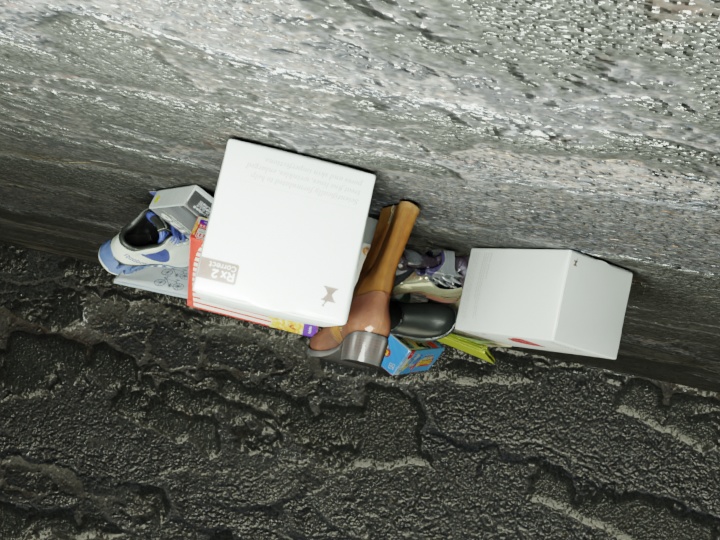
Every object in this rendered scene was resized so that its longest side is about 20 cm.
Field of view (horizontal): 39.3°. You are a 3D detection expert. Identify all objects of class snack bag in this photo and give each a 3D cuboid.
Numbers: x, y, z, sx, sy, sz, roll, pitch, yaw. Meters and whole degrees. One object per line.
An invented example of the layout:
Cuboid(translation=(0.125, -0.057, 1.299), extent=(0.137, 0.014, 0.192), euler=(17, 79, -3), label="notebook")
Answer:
Cuboid(translation=(-0.295, -0.027, 1.717), extent=(0.187, 0.200, 0.021), euler=(11, 132, 11), label="snack bag")

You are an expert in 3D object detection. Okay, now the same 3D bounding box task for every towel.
Cuboid(translation=(0.133, 0.107, 1.717), extent=(0.199, 0.018, 0.086), euler=(22, 172, 23), label="towel")

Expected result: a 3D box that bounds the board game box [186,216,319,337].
Cuboid(translation=(-0.145, 0.012, 1.442), extent=(0.199, 0.046, 0.152), euler=(14, 138, 1), label="board game box")

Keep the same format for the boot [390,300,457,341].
Cuboid(translation=(0.055, 0.069, 1.596), extent=(0.164, 0.066, 0.200), euler=(-3, 169, 18), label="boot")

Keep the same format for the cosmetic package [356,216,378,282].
Cuboid(translation=(0.000, 0.010, 1.381), extent=(0.082, 0.051, 0.201), euler=(17, 141, 8), label="cosmetic package")

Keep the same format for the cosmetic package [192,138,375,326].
Cuboid(translation=(-0.088, -0.033, 1.126), extent=(0.164, 0.166, 0.200), euler=(13, 174, -7), label="cosmetic package")

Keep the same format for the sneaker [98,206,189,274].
Cuboid(translation=(-0.309, -0.052, 1.613), extent=(0.199, 0.081, 0.115), euler=(-15, 167, -35), label="sneaker")

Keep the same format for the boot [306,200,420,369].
Cuboid(translation=(0.000, 0.016, 1.237), extent=(0.068, 0.201, 0.188), euler=(16, 170, -12), label="boot")

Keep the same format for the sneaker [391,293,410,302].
Cuboid(translation=(0.058, 0.024, 1.776), extent=(0.118, 0.074, 0.200), euler=(23, 180, -27), label="sneaker")

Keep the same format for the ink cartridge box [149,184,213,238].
Cuboid(translation=(-0.220, -0.052, 1.525), extent=(0.197, 0.047, 0.200), euler=(38, 161, -26), label="ink cartridge box")

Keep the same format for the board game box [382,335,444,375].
Cuboid(translation=(0.034, 0.102, 1.819), extent=(0.200, 0.056, 0.196), euler=(39, -169, 19), label="board game box")

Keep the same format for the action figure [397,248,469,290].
Cuboid(translation=(0.055, -0.016, 1.431), extent=(0.199, 0.070, 0.130), euler=(11, 166, -18), label="action figure")

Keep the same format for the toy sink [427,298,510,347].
Cuboid(translation=(0.191, 0.077, 1.817), extent=(0.130, 0.113, 0.200), euler=(14, 174, -12), label="toy sink")

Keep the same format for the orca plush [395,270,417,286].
Cuboid(translation=(0.000, 0.000, 1.534), extent=(0.199, 0.106, 0.071), euler=(-19, 168, -46), label="orca plush")

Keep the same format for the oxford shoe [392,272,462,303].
Cuboid(translation=(0.085, 0.002, 1.624), extent=(0.199, 0.071, 0.074), euler=(8, 161, -16), label="oxford shoe")

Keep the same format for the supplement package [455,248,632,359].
Cuboid(translation=(0.242, 0.042, 1.352), extent=(0.121, 0.121, 0.200), euler=(17, 172, -31), label="supplement package")
